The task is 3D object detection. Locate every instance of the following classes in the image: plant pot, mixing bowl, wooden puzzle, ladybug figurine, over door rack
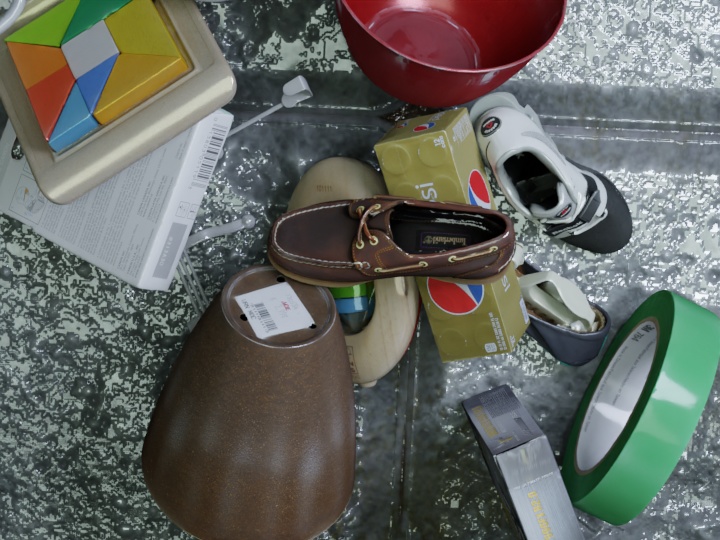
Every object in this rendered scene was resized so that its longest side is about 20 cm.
[{"bbox_3d":[-0.081,0.097,1.562,0.185,0.188,0.201,9,135,-4],"label":"plant pot"},{"bbox_3d":[0.061,-0.211,1.576,0.199,0.109,0.201,7,56,-11],"label":"mixing bowl"},{"bbox_3d":[-0.217,-0.176,1.576,0.184,0.037,0.201,-32,59,3],"label":"wooden puzzle"},{"bbox_3d":[0.000,0.000,1.635,0.135,0.072,0.202,4,102,37],"label":"ladybug figurine"},{"bbox_3d":[-0.087,-0.052,1.611,0.199,0.067,0.149,-28,82,24],"label":"over door rack"}]

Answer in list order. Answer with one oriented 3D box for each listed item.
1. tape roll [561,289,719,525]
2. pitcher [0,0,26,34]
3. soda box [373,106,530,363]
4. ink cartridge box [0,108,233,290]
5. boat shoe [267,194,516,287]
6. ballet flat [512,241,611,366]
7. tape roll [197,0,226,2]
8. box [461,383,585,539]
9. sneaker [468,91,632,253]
[{"bbox_3d":[0.237,0.116,1.611,0.048,0.200,0.201,25,98,-7],"label":"tape roll"},{"bbox_3d":[-0.383,-0.192,1.584,0.170,0.121,0.201,19,87,-9],"label":"pitcher"},{"bbox_3d":[0.078,-0.029,1.579,0.067,0.064,0.201,-10,108,25],"label":"soda box"},{"bbox_3d":[-0.219,-0.094,1.616,0.199,0.050,0.162,26,99,32],"label":"ink cartridge box"},{"bbox_3d":[0.024,-0.029,1.498,0.198,0.070,0.071,-1,69,1],"label":"boat shoe"},{"bbox_3d":[0.137,0.009,1.654,0.199,0.073,0.073,35,97,-10],"label":"ballet flat"},{"bbox_3d":[-0.108,-0.321,1.537,0.199,0.066,0.202,10,106,38],"label":"tape roll"},{"bbox_3d":[0.147,0.196,1.622,0.048,0.200,0.159,-22,100,-1],"label":"box"},{"bbox_3d":[0.165,-0.060,1.612,0.074,0.089,0.200,-40,124,21],"label":"sneaker"}]
